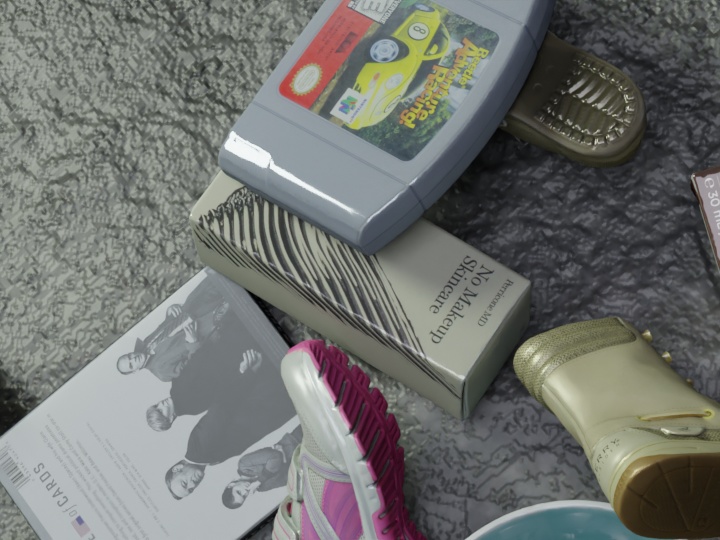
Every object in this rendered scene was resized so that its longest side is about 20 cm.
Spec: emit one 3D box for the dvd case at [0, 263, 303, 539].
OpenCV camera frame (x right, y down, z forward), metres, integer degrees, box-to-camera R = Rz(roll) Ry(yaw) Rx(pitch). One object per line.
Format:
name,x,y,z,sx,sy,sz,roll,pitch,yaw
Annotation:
dvd case,-0.118,0.110,1.394,0.200,0.025,0.151,-39,76,6

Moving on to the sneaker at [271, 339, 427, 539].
sneaker,-0.016,0.141,1.323,0.088,0.081,0.201,-17,94,17

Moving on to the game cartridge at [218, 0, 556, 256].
game cartridge,0.022,-0.112,1.316,0.133,0.041,0.201,29,77,26

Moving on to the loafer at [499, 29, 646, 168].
loafer,0.092,-0.116,1.354,0.076,0.068,0.200,-46,58,-7

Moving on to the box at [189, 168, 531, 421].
box,0.000,0.000,1.348,0.199,0.068,0.082,29,70,15

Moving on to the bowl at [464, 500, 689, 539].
bowl,0.122,0.238,1.268,0.199,0.105,0.202,-1,76,4

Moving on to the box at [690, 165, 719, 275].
box,0.299,-0.032,1.289,0.199,0.075,0.101,-18,79,9

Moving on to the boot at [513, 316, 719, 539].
boot,0.197,0.092,1.287,0.156,0.199,0.073,51,130,52
